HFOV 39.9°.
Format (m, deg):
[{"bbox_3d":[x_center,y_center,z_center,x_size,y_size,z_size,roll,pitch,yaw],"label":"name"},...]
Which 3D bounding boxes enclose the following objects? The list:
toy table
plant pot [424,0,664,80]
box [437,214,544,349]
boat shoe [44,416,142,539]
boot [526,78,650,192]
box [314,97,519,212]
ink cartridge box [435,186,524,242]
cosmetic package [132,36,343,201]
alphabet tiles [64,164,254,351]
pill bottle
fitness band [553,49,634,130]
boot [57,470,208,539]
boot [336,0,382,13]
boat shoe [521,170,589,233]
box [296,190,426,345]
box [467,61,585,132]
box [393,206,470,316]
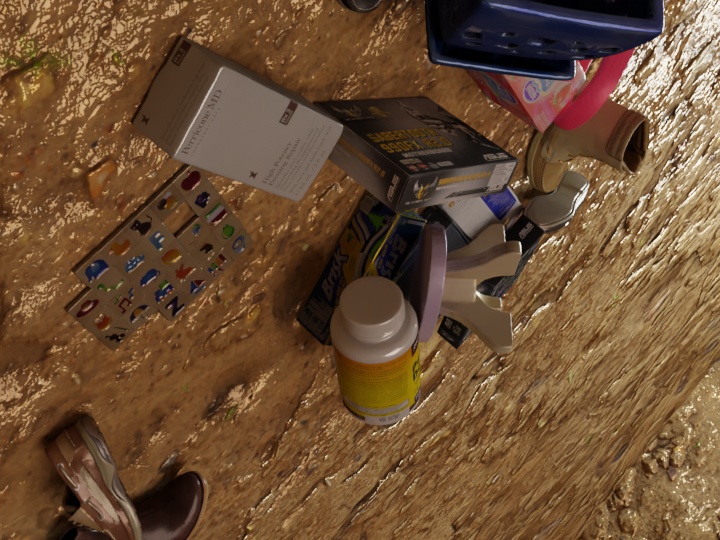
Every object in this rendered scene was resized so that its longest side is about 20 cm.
[{"bbox_3d":[0.131,0.019,1.274,0.117,0.184,0.200,3,160,-3],"label":"toy table"},{"bbox_3d":[0.166,-0.304,0.996,0.200,0.200,0.180,2,168,-18],"label":"plant pot"},{"bbox_3d":[0.193,0.021,1.497,0.160,0.044,0.200,-46,168,-18],"label":"box"},{"bbox_3d":[-0.309,0.259,1.144,0.072,0.076,0.200,-25,120,-20],"label":"boat shoe"},{"bbox_3d":[0.330,-0.170,1.438,0.073,0.155,0.200,-23,140,-37],"label":"boot"},{"bbox_3d":[0.061,-0.138,1.131,0.200,0.158,0.048,-12,134,-45],"label":"box"},{"bbox_3d":[0.170,-0.098,1.427,0.095,0.037,0.200,-52,146,0],"label":"ink cartridge box"},{"bbox_3d":[-0.116,-0.144,0.986,0.200,0.074,0.102,13,112,-57],"label":"cosmetic package"},{"bbox_3d":[-0.217,-0.005,1.064,0.200,0.008,0.167,-44,148,-9],"label":"alphabet tiles"},{"bbox_3d":[0.020,0.100,1.250,0.109,0.109,0.200,-36,145,-23],"label":"pill bottle"},{"bbox_3d":[0.312,-0.280,1.321,0.200,0.037,0.144,-64,-166,-9],"label":"fitness band"},{"bbox_3d":[-0.295,0.330,1.245,0.200,0.072,0.166,-50,150,6],"label":"boot"},{"bbox_3d":[0.033,-0.311,0.919,0.073,0.151,0.200,-19,136,-29],"label":"boot"},{"bbox_3d":[0.301,-0.092,1.541,0.200,0.067,0.057,-40,154,-48],"label":"boat shoe"},{"bbox_3d":[0.000,0.000,1.286,0.070,0.064,0.200,8,117,-54],"label":"box"},{"bbox_3d":[0.190,-0.264,1.211,0.095,0.103,0.200,-52,152,3],"label":"box"},{"bbox_3d":[0.078,0.024,1.421,0.200,0.051,0.158,-50,148,-3],"label":"box"}]
